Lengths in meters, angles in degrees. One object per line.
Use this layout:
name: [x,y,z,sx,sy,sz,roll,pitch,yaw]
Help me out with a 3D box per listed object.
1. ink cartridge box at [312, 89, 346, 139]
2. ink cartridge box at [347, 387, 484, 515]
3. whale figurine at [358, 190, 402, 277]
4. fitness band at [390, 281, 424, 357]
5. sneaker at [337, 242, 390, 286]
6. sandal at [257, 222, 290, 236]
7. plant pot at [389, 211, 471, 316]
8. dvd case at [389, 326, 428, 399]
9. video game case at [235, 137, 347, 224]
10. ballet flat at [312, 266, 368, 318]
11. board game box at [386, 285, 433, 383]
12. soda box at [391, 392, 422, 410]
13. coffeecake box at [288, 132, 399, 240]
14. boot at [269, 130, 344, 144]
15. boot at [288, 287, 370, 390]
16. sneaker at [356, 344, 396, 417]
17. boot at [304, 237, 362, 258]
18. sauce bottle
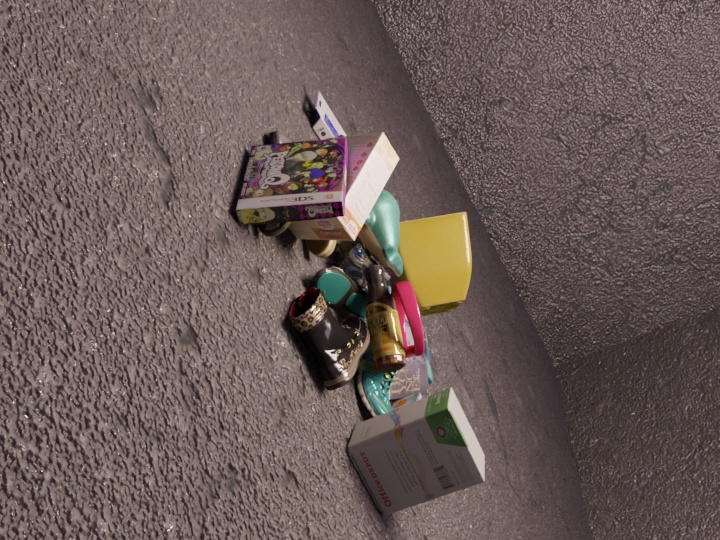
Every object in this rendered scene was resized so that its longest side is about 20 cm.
ink cartridge box: [-0.071,-0.338,1.670,0.201,0.039,0.100,56,22,-32]
ink cartridge box: [0.097,0.313,1.161,0.147,0.197,0.088,62,17,-10]
whale figurine: [0.046,-0.087,1.394,0.159,0.103,0.202,44,16,-55]
fitness band: [0.090,0.095,1.316,0.200,0.037,0.147,122,-40,-84]
sneaker: [0.000,0.000,1.432,0.078,0.085,0.200,53,8,20]
sandal: [-0.138,-0.127,1.211,0.203,0.078,0.058,-88,162,-50]
plant pot: [0.168,-0.001,1.632,0.196,0.190,0.204,110,-31,-72]
dvd case: [0.095,0.196,1.447,0.199,0.016,0.152,10,76,-57]
video game case: [-0.112,-0.157,1.159,0.202,0.177,0.036,-88,173,-49]
ballet flat: [-0.039,0.036,1.317,0.199,0.072,0.074,34,37,-47]
board game box: [0.099,0.156,1.561,0.200,0.046,0.153,49,27,-42]
soda box: [0.085,0.313,1.318,0.065,0.067,0.200,64,19,-6]
coffeecake box: [-0.040,-0.157,1.261,0.073,0.151,0.202,51,57,-38]
boot: [-0.089,-0.246,1.379,0.199,0.130,0.071,35,37,-56]
boot: [-0.054,0.097,1.194,0.152,0.072,0.201,60,26,-19]
sneaker: [0.036,0.199,1.300,0.077,0.078,0.204,40,33,-51]
boot: [-0.051,-0.071,1.382,0.155,0.071,0.203,52,22,-41]
sauce bottle: [0.041,0.090,1.288,0.066,0.065,0.204,33,41,-57]
